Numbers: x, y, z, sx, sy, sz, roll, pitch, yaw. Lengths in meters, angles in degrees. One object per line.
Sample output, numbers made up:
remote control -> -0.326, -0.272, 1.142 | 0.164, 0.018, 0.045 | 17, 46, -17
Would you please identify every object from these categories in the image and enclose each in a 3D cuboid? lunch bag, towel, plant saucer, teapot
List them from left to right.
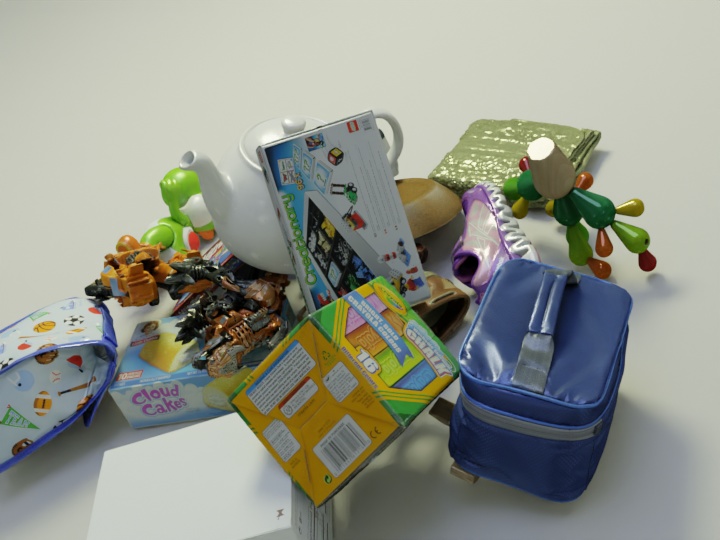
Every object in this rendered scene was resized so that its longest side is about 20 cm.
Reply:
lunch bag -> -0.371, 0.122, 1.160 | 0.199, 0.125, 0.170 | -35, 23, -7
teapot -> -0.071, -0.105, 1.095 | 0.194, 0.148, 0.201 | 15, 40, 10
plant saucer -> 0.027, -0.074, 1.228 | 0.197, 0.036, 0.201 | -14, 18, 5
towel -> 0.194, -0.137, 1.268 | 0.198, 0.037, 0.149 | 12, 49, 39
lunch bag -> 0.164, 0.080, 0.880 | 0.134, 0.134, 0.201 | 15, 41, 14

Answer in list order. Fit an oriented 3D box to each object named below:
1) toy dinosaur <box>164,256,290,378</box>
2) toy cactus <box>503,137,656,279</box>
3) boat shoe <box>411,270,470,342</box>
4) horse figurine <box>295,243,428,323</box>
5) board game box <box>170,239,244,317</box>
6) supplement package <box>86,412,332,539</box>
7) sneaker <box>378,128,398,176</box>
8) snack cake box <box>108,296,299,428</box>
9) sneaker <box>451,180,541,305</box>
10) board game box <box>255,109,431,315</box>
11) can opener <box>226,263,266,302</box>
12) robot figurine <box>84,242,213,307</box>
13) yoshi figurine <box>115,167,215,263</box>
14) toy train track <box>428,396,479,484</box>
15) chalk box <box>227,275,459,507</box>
toy dinosaur -> -0.131, 0.045, 1.075 | 0.134, 0.104, 0.200 | 11, 16, 18
toy cactus -> 0.226, -0.082, 1.065 | 0.102, 0.165, 0.200 | -42, 46, -3
boat shoe -> 0.044, 0.075, 1.045 | 0.073, 0.076, 0.200 | 16, 52, 38
horse figurine -> 0.000, 0.000, 1.181 | 0.197, 0.050, 0.133 | -14, 28, 22
board game box -> -0.167, -0.018, 1.236 | 0.200, 0.019, 0.104 | -39, 22, 43
supplement package -> -0.134, 0.230, 0.910 | 0.197, 0.112, 0.157 | -17, 36, 8
sneaker -> -0.051, -0.124, 1.274 | 0.197, 0.072, 0.073 | -21, 9, -7
snack cake box -> -0.171, 0.104, 1.133 | 0.197, 0.068, 0.116 | -11, 38, 17
sneaker -> 0.138, -0.027, 1.117 | 0.087, 0.081, 0.201 | -21, 36, 2
board game box -> -0.017, -0.047, 1.015 | 0.125, 0.203, 0.035 | -18, 3, -13
can opener -> -0.133, -0.006, 1.257 | 0.078, 0.064, 0.201 | -16, 34, 33
robot figurine -> -0.255, 0.004, 1.207 | 0.143, 0.059, 0.199 | -14, 11, -25
yoshi figurine -> -0.270, -0.071, 1.387 | 0.111, 0.113, 0.200 | 1, 38, 40
toy train track -> 0.138, 0.134, 0.945 | 0.113, 0.033, 0.200 | 22, 44, 22
chalk box -> 0.000, 0.097, 0.905 | 0.125, 0.124, 0.200 | -46, -8, 25
